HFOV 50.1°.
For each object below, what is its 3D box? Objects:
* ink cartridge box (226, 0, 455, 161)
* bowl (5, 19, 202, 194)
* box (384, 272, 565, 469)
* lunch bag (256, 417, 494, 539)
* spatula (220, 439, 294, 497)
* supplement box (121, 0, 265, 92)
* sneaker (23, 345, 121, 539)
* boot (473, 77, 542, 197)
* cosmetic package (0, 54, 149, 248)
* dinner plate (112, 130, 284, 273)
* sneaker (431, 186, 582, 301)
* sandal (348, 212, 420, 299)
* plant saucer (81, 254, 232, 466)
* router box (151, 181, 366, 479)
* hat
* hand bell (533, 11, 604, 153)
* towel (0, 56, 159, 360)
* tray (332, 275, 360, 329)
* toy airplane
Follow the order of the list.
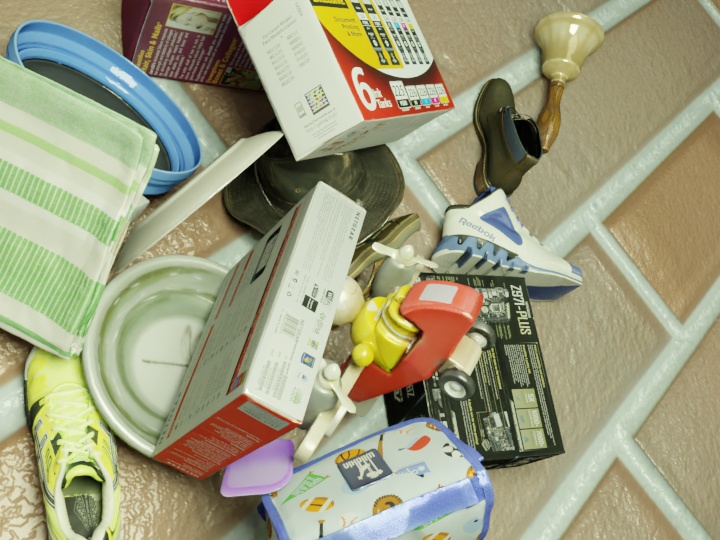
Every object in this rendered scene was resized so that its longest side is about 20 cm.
[{"bbox_3d":[-0.015,-0.211,0.737,0.200,0.084,0.177,-26,92,-57],"label":"ink cartridge box"},{"bbox_3d":[-0.242,-0.151,0.730,0.200,0.039,0.201,38,22,-18],"label":"bowl"},{"bbox_3d":[0.111,0.110,0.830,0.163,0.086,0.201,2,67,-28],"label":"box"},{"bbox_3d":[0.007,0.205,0.637,0.169,0.200,0.125,-18,75,-14],"label":"lunch bag"},{"bbox_3d":[-0.083,0.111,0.668,0.056,0.021,0.201,-5,42,2],"label":"spatula"},{"bbox_3d":[-0.148,-0.280,0.844,0.199,0.131,0.104,2,66,-29],"label":"supplement box"},{"bbox_3d":[-0.229,0.144,0.635,0.075,0.076,0.201,-9,71,-30],"label":"sneaker"},{"bbox_3d":[0.202,-0.191,1.014,0.074,0.097,0.201,16,61,-21],"label":"boot"},{"bbox_3d":[-0.301,-0.092,0.679,0.200,0.081,0.113,43,24,-5],"label":"cosmetic package"},{"bbox_3d":[-0.152,-0.070,0.700,0.024,0.200,0.200,49,54,-14],"label":"dinner plate"},{"bbox_3d":[0.181,-0.040,0.943,0.198,0.081,0.116,15,63,-20],"label":"sneaker"},{"bbox_3d":[0.000,0.000,0.795,0.200,0.080,0.054,-35,108,-40],"label":"sandal"},{"bbox_3d":[-0.160,0.085,0.708,0.199,0.050,0.201,18,56,-29],"label":"plant saucer"},{"bbox_3d":[-0.083,0.051,0.630,0.049,0.179,0.201,31,52,-19],"label":"router box"},{"bbox_3d":[-0.051,-0.117,0.802,0.199,0.081,0.202,-1,52,2],"label":"hat"},{"bbox_3d":[0.284,-0.259,1.113,0.104,0.104,0.201,21,71,-18],"label":"hand bell"},{"bbox_3d":[-0.258,-0.046,0.610,0.152,0.201,0.023,25,12,2],"label":"towel"},{"bbox_3d":[-0.038,-0.045,0.853,0.098,0.037,0.201,27,57,-15],"label":"tray"},{"bbox_3d":[0.005,0.064,0.688,0.199,0.200,0.141,-42,104,0],"label":"toy airplane"}]
